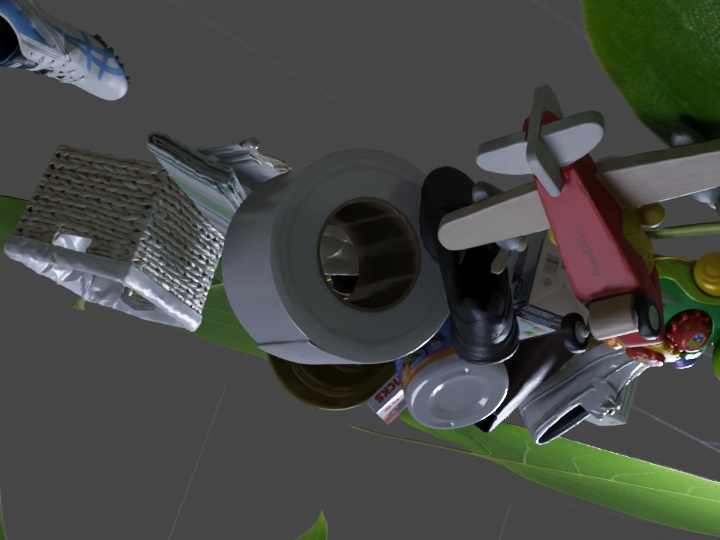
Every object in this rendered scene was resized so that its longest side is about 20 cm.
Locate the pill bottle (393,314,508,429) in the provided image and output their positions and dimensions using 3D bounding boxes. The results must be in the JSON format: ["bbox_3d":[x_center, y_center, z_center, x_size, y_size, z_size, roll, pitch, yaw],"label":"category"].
[{"bbox_3d":[0.083,0.063,1.288,0.111,0.201,0.113,-8,135,-8],"label":"pill bottle"}]

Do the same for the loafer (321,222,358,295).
[{"bbox_3d":[0.000,0.000,1.423,0.199,0.069,0.075,23,168,-38],"label":"loafer"}]

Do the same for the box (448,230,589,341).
[{"bbox_3d":[0.158,0.001,1.127,0.060,0.117,0.200,20,166,-13],"label":"box"}]

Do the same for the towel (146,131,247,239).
[{"bbox_3d":[-0.148,-0.071,1.334,0.149,0.031,0.200,32,165,39],"label":"towel"}]

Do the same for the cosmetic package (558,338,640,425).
[{"bbox_3d":[0.241,0.109,1.459,0.199,0.106,0.071,22,165,-14],"label":"cosmetic package"}]

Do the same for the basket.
[{"bbox_3d":[-0.303,-0.042,1.511,0.197,0.162,0.200,13,166,26],"label":"basket"}]

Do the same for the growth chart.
[{"bbox_3d":[-0.084,-0.094,1.304,0.144,0.018,0.200,4,160,47],"label":"growth chart"}]

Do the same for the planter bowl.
[{"bbox_3d":[-0.021,0.083,1.571,0.199,0.202,0.083,14,180,21],"label":"planter bowl"}]

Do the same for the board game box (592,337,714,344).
[{"bbox_3d":[0.305,0.057,1.335,0.104,0.024,0.200,28,165,-22],"label":"board game box"}]

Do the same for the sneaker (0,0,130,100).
[{"bbox_3d":[-0.289,-0.200,1.064,0.072,0.073,0.200,7,163,37],"label":"sneaker"}]

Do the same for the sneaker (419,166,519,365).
[{"bbox_3d":[0.096,-0.021,1.031,0.075,0.201,0.091,-14,144,-2],"label":"sneaker"}]

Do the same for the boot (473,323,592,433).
[{"bbox_3d":[0.196,0.095,1.286,0.072,0.167,0.200,37,159,6],"label":"boot"}]

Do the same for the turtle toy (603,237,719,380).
[{"bbox_3d":[0.303,0.045,1.114,0.199,0.102,0.146,16,166,14],"label":"turtle toy"}]

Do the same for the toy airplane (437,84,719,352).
[{"bbox_3d":[0.174,-0.054,0.897,0.199,0.141,0.200,26,130,9],"label":"toy airplane"}]

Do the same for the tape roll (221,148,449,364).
[{"bbox_3d":[-0.020,-0.009,1.153,0.202,0.204,0.139,25,165,-22],"label":"tape roll"}]

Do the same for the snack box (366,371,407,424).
[{"bbox_3d":[0.094,0.115,1.516,0.024,0.200,0.072,46,177,24],"label":"snack box"}]

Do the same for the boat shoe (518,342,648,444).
[{"bbox_3d":[0.263,0.136,1.340,0.200,0.069,0.072,-32,147,31],"label":"boat shoe"}]
